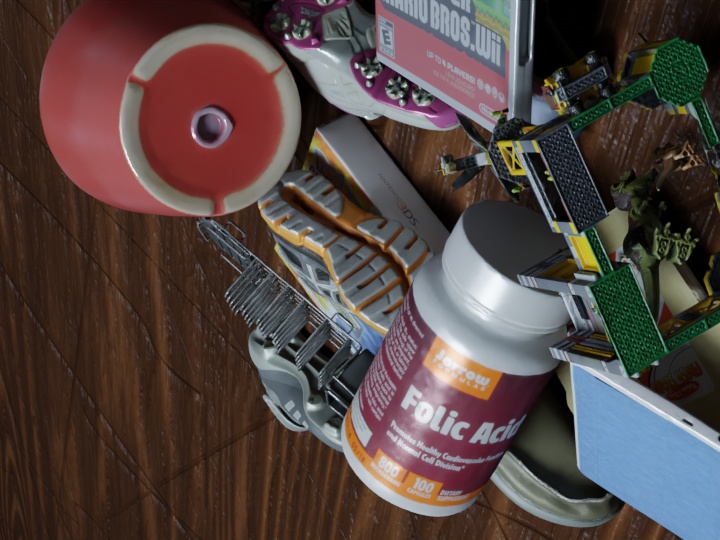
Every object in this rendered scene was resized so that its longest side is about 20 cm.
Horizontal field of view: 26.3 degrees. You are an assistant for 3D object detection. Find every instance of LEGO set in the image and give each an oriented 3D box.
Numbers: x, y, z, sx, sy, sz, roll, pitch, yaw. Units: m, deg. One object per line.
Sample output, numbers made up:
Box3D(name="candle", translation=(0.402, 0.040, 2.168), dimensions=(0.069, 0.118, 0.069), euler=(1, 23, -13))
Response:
Box3D(name="LEGO set", translation=(0.150, -0.035, 0.909), dimensions=(0.201, 0.153, 0.116), euler=(56, 167, -14))

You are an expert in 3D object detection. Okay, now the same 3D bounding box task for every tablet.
Box3D(name="tablet", translation=(0.195, 0.126, 1.007), dimensions=(0.129, 0.014, 0.201), euler=(32, 162, 23))

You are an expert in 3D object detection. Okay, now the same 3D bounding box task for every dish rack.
Box3D(name="dish rack", translation=(-0.063, 0.037, 1.248), dimensions=(0.200, 0.055, 0.153), euler=(41, 172, 6))

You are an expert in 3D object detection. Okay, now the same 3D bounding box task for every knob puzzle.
Box3D(name="knob puzzle", translation=(0.198, 0.062, 1.034), dimensions=(0.219, 0.030, 0.222), euler=(39, 143, 37))

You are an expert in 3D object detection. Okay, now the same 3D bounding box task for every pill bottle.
Box3D(name="pill bottle", translation=(0.072, 0.060, 1.048), dimensions=(0.114, 0.113, 0.201), euler=(46, 128, 28))

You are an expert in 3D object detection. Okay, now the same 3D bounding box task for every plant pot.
Box3D(name="plant pot", translation=(-0.139, -0.127, 1.202), dimensions=(0.177, 0.198, 0.203), euler=(31, 141, 65))

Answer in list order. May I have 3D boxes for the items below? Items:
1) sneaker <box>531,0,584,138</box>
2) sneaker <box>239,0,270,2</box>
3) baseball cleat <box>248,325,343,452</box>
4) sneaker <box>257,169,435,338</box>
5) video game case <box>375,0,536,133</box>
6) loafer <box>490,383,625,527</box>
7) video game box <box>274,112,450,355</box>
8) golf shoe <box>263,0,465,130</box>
Box3D(name="sneaker", translation=(0.083, -0.168, 1.001), dimensions=(0.200, 0.070, 0.082), euler=(48, 141, 14))
Box3D(name="sneaker", translation=(-0.087, -0.242, 1.186), dimensions=(0.199, 0.088, 0.076), euler=(-3, 112, 65))
Box3D(name="baseball cleat", translation=(-0.037, 0.126, 1.455), dimensions=(0.200, 0.069, 0.107), euler=(47, 156, 45))
Box3D(name="sneaker", translation=(0.000, 0.000, 1.187), dimensions=(0.200, 0.078, 0.078), euler=(44, 157, 36))
Box3D(name="video game case", translation=(0.054, -0.192, 0.923), dimensions=(0.143, 0.017, 0.202), euler=(38, 141, 43))
Box3D(name="loafer", translation=(0.115, 0.112, 1.144), dimensions=(0.199, 0.075, 0.070), euler=(36, 139, 12))
Box3D(name="video game box", translation=(0.015, 0.001, 1.271), dimensions=(0.201, 0.047, 0.183), euler=(52, 147, 18))
Box3D(name="golf shoe", translation=(0.016, -0.146, 1.137), dimensions=(0.199, 0.075, 0.092), euler=(36, 164, 37))
